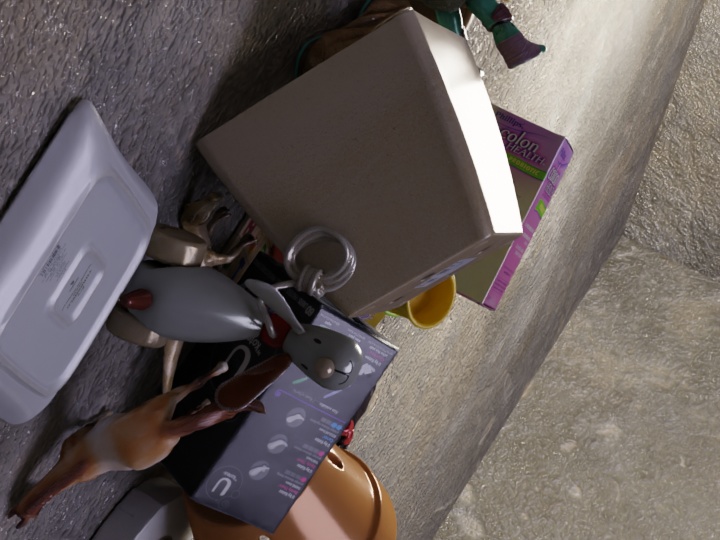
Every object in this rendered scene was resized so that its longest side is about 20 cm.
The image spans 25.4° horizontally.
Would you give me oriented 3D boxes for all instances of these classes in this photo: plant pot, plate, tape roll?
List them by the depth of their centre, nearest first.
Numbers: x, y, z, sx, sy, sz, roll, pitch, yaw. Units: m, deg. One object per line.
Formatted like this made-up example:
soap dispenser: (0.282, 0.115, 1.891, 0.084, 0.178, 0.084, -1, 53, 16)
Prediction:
plate: (-0.204, 0.005, 1.085, 0.200, 0.032, 0.200, -59, 166, -12)
plant pot: (0.021, -0.071, 1.285, 0.200, 0.177, 0.200, -29, 173, 15)
plant pot: (-0.080, 0.224, 1.513, 0.200, 0.200, 0.140, -55, 140, -29)
tape roll: (-0.224, 0.292, 1.523, 0.203, 0.037, 0.203, -56, 165, -24)

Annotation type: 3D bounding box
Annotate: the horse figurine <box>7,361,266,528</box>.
horse figurine: (-0.173, 0.127, 1.232, 0.200, 0.050, 0.133, -21, -170, 31)

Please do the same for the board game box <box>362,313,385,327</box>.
board game box: (0.019, -0.029, 1.574, 0.200, 0.040, 0.153, 129, -26, -58)

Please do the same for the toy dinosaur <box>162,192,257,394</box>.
toy dinosaur: (-0.140, 0.017, 1.325, 0.101, 0.058, 0.200, -15, 124, -52)

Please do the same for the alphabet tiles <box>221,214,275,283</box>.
alphabet tiles: (-0.087, -0.028, 1.493, 0.200, 0.006, 0.166, -59, 165, -18)

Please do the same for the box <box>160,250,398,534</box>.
box: (-0.083, 0.106, 1.393, 0.106, 0.122, 0.200, 31, 94, -39)

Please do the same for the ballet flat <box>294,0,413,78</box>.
ballet flat: (0.016, -0.199, 1.412, 0.200, 0.072, 0.068, -43, 151, -55)

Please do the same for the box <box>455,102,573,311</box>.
box: (0.107, -0.085, 1.734, 0.200, 0.176, 0.097, -64, 166, 1)

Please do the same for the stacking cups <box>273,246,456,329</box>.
stacking cups: (0.000, 0.000, 1.449, 0.060, 0.200, 0.061, -13, 111, -37)

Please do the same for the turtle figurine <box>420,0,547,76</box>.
turtle figurine: (0.084, -0.269, 1.432, 0.101, 0.200, 0.150, -29, -169, -38)

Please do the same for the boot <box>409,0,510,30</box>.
boot: (0.105, -0.276, 1.593, 0.200, 0.073, 0.155, -70, 163, 5)

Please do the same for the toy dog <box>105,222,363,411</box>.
toy dog: (-0.102, 0.036, 1.190, 0.096, 0.200, 0.132, -44, 135, -74)

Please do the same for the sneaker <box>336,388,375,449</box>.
sneaker: (-0.030, 0.098, 1.563, 0.098, 0.071, 0.200, -58, 159, -24)
